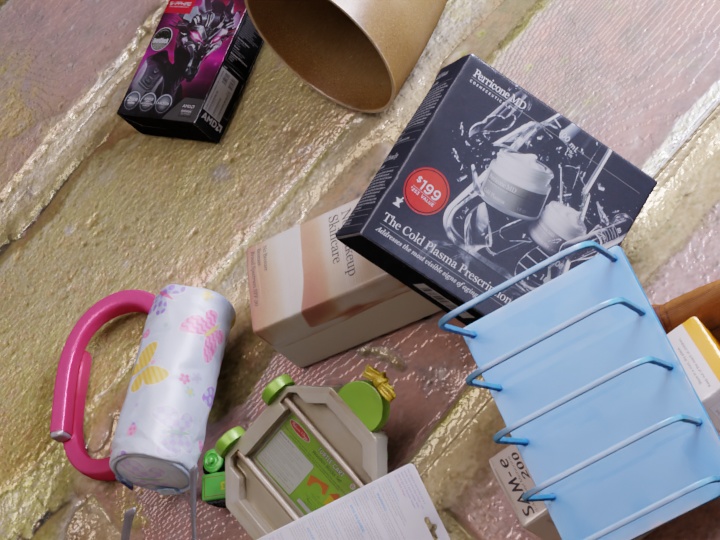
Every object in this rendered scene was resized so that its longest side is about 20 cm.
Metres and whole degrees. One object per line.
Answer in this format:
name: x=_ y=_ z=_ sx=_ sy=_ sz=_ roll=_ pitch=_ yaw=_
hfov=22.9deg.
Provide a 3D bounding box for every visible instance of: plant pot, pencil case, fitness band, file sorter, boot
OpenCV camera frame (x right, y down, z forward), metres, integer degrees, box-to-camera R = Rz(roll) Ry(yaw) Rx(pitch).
plant pot: x=0.017 y=-0.292 z=1.778 sx=0.186 sy=0.187 sz=0.200 roll=21 pitch=62 yaw=41
pencil case: x=-0.176 y=0.113 z=1.704 sx=0.083 sy=0.091 sz=0.200 roll=-16 pitch=52 yaw=38
fitness band: x=-0.244 y=0.114 z=1.798 sx=0.143 sy=0.037 sz=0.201 roll=-14 pitch=58 yaw=28
file sorter: x=0.162 y=0.095 z=1.287 sx=0.139 sy=0.123 sz=0.200 roll=-29 pitch=75 yaw=13
boot: x=0.234 y=0.041 z=1.393 sx=0.200 sy=0.188 sz=0.069 roll=-21 pitch=58 yaw=38

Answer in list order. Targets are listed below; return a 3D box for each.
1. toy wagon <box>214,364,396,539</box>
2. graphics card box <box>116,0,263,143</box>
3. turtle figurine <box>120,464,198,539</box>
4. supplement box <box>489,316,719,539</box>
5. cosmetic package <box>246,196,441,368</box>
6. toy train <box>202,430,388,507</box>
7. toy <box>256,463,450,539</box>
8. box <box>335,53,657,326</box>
toy wagon: x=-0.034 y=0.164 z=1.574 sx=0.155 sy=0.040 sz=0.200 roll=47 pitch=108 yaw=18
graphics card box: x=-0.173 y=-0.240 z=1.945 sx=0.125 sy=0.051 sz=0.200 roll=11 pitch=72 yaw=38
turtle figurine: x=-0.188 y=0.287 z=1.586 sx=0.194 sy=0.200 sz=0.144 roll=-38 pitch=20 yaw=18
supplement box: x=0.219 y=0.140 z=1.401 sx=0.200 sy=0.126 sz=0.074 roll=-36 pitch=50 yaw=11
cosmetic package: x=0.000 y=0.000 z=1.660 sx=0.200 sy=0.087 sz=0.104 roll=-24 pitch=52 yaw=21
toy train: x=-0.062 y=0.182 z=1.631 sx=0.200 sy=0.042 sz=0.057 roll=-12 pitch=68 yaw=29
toy: x=-0.021 y=0.257 z=1.517 sx=0.200 sy=0.047 sz=0.115 roll=-26 pitch=91 yaw=-3
box: x=0.115 y=-0.052 z=1.525 sx=0.182 sy=0.200 sz=0.104 roll=-59 pitch=10 yaw=-8
